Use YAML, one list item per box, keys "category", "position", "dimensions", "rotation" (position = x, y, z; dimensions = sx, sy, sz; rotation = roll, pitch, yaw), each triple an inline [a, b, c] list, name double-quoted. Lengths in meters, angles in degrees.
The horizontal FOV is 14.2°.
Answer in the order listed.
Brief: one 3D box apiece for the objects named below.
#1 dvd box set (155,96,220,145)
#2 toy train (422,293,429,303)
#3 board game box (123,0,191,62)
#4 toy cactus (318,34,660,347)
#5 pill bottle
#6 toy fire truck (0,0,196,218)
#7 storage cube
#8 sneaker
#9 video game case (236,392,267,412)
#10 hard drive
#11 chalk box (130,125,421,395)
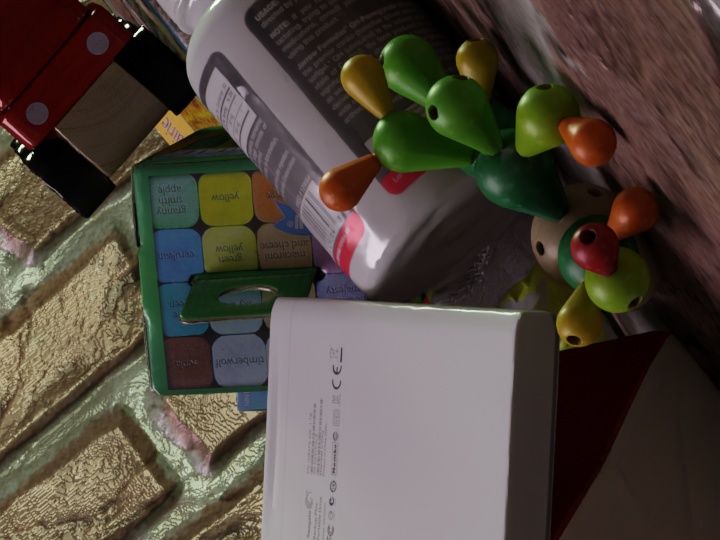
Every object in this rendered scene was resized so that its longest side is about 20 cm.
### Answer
- category: "dvd box set"
  position: [-0.042, -0.068, 1.979]
  dimensions: [0.200, 0.146, 0.029]
  rotation: [50, 132, 31]
- category: "toy train"
  position: [0.000, 0.000, 1.740]
  dimensions: [0.084, 0.201, 0.116]
  rotation: [7, -153, -18]
- category: "board game box"
  position: [-0.084, -0.174, 1.558]
  dimensions: [0.160, 0.097, 0.200]
  rotation: [51, 177, 5]
- category: "toy cactus"
  position: [0.074, -0.024, 1.236]
  dimensions: [0.200, 0.102, 0.165]
  rotation: [34, 176, 45]
- category: "pill bottle"
  position: [-0.013, -0.091, 1.381]
  dimensions: [0.200, 0.111, 0.111]
  rotation: [50, 177, 18]
- category: "toy fire truck"
  position: [-0.182, -0.145, 1.520]
  dimensions: [0.200, 0.129, 0.176]
  rotation: [41, 179, -12]
- category: "storage cube"
  position: [0.103, 0.158, 1.405]
  dimensions: [0.179, 0.171, 0.200]
  rotation: [-15, 123, 48]
- category: "sneaker"
  position: [0.064, -0.006, 1.588]
  dimensions: [0.200, 0.076, 0.105]
  rotation: [53, 177, -40]
- category: "video game case"
  position: [-0.058, -0.047, 1.765]
  dimensions: [0.182, 0.045, 0.200]
  rotation: [-93, 3, -48]
- category: "hard drive"
  position: [0.019, 0.081, 1.313]
  dimensions: [0.027, 0.133, 0.200]
  rotation: [3, 180, -33]
- category: "chalk box"
  position: [-0.044, -0.007, 1.499]
  dimensions: [0.200, 0.124, 0.124]
  rotation: [-45, -48, -77]
